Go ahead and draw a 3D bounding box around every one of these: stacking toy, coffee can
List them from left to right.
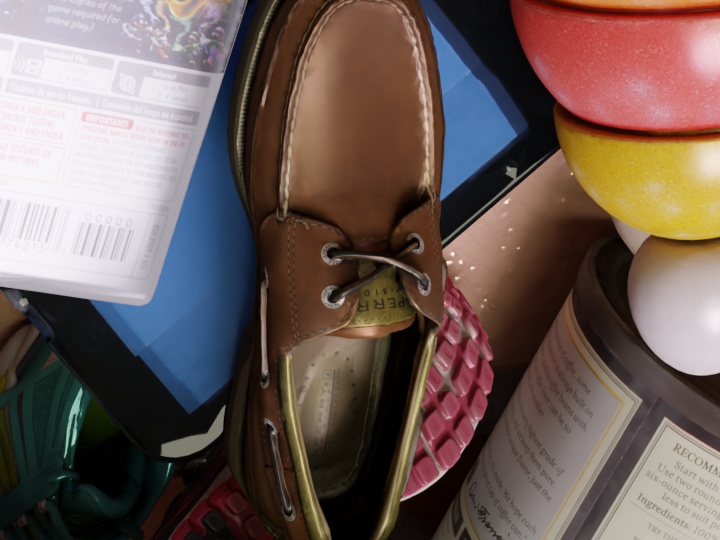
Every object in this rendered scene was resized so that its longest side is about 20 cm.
[{"bbox_3d":[0.106,0.108,0.982,0.146,0.147,0.201,14,117,-29],"label":"coffee can"},{"bbox_3d":[0.103,-0.063,0.807,0.145,0.146,0.201,-11,113,-15],"label":"stacking toy"}]

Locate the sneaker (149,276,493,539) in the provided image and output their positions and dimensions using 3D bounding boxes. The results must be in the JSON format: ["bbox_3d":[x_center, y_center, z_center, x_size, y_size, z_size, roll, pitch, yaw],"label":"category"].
[{"bbox_3d":[-0.027,0.072,0.918,0.081,0.075,0.200,46,61,-12],"label":"sneaker"}]

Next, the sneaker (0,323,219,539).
[{"bbox_3d":[-0.113,0.075,0.912,0.077,0.080,0.200,21,114,-32],"label":"sneaker"}]

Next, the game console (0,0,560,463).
[{"bbox_3d":[-0.045,-0.059,0.802,0.200,0.118,0.171,-41,156,0],"label":"game console"}]

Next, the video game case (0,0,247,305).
[{"bbox_3d":[-0.127,-0.086,0.727,0.199,0.023,0.183,9,113,-27],"label":"video game case"}]

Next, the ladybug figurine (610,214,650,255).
[{"bbox_3d":[0.148,-0.087,0.910,0.135,0.072,0.201,7,121,-25],"label":"ladybug figurine"}]

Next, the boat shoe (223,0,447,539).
[{"bbox_3d":[0.000,0.000,0.801,0.072,0.068,0.201,-8,118,-19],"label":"boat shoe"}]
